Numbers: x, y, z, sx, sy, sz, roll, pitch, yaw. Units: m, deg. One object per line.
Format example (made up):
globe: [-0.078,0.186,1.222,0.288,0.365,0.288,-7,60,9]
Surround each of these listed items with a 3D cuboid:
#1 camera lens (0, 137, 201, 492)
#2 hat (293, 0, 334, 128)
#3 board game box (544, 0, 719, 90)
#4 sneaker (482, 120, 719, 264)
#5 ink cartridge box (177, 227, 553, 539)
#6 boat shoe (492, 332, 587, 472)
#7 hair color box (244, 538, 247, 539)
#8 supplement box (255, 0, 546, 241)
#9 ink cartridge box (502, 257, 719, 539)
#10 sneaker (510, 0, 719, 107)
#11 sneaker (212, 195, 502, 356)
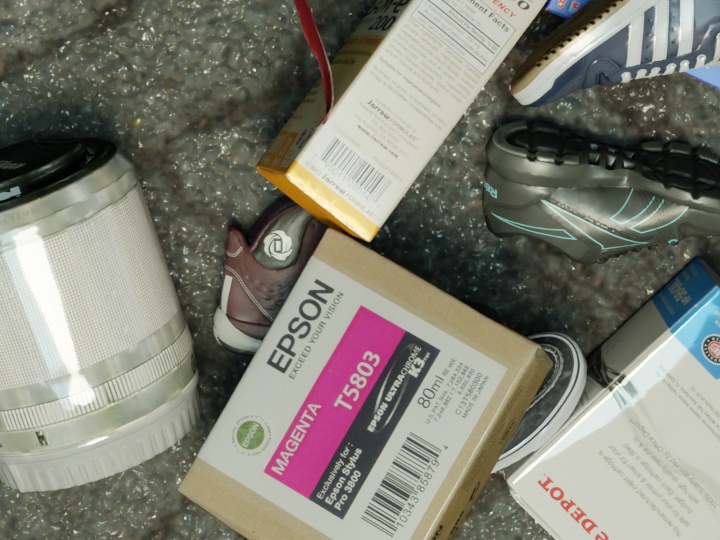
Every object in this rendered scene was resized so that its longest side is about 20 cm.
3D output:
camera lens: [-0.201,0.023,1.640,0.159,0.160,0.201,-17,107,2]
hat: [-0.034,-0.235,1.562,0.165,0.176,0.200,-41,104,9]
board game box: [0.221,-0.238,1.643,0.134,0.045,0.201,24,104,-9]
sneaker: [0.178,-0.046,1.693,0.198,0.076,0.080,12,119,1]
ink cartridge box: [0.003,0.100,1.599,0.164,0.075,0.201,28,85,16]
boat shoe: [0.062,0.100,1.661,0.199,0.068,0.072,-30,64,-3]
hair color box: [-0.030,0.192,1.749,0.099,0.061,0.202,11,105,-6]
supplement box: [0.025,-0.122,1.603,0.073,0.126,0.201,37,86,-12]
ink cartridge box: [0.213,0.115,1.724,0.200,0.084,0.146,-43,105,9]
sneaker: [0.201,-0.142,1.610,0.199,0.070,0.109,-37,102,5]
sneaker: [0.000,0.000,1.689,0.198,0.076,0.116,1,103,-2]
